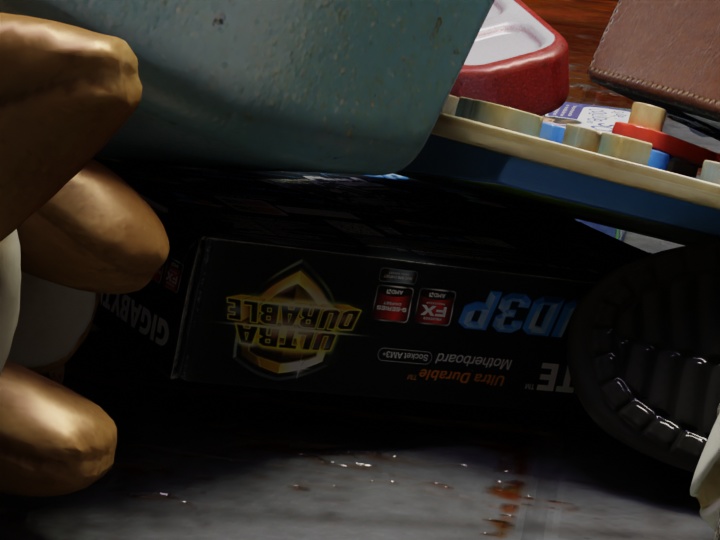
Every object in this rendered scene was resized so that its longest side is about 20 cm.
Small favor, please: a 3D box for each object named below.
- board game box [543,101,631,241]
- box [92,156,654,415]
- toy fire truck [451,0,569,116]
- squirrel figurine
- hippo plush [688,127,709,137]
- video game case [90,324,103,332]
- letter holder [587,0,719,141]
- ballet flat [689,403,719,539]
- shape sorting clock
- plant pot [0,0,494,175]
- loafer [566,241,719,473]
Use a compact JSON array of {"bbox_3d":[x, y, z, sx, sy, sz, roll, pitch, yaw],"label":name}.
[{"bbox_3d":[0.051,-0.043,1.061,0.135,0.035,0.200,8,15,9],"label":"board game box"},{"bbox_3d":[0.000,0.000,0.800,0.199,0.046,0.159,6,12,-30],"label":"box"},{"bbox_3d":[-0.028,-0.091,0.954,0.167,0.113,0.200,-13,29,-15],"label":"toy fire truck"},{"bbox_3d":[-0.149,-0.006,0.631,0.199,0.142,0.187,8,7,-2],"label":"squirrel figurine"},{"bbox_3d":[0.272,-0.075,0.968,0.161,0.159,0.200,-39,-1,-31],"label":"hippo plush"},{"bbox_3d":[-0.191,-0.011,0.865,0.199,0.018,0.143,3,15,-10],"label":"video game case"},{"bbox_3d":[0.180,-0.094,0.769,0.100,0.143,0.200,22,3,-24],"label":"letter holder"},{"bbox_3d":[0.112,0.053,0.621,0.072,0.072,0.200,8,22,7],"label":"ballet flat"},{"bbox_3d":[0.088,-0.034,0.793,0.199,0.039,0.200,13,0,0],"label":"shape sorting clock"},{"bbox_3d":[-0.061,-0.124,0.705,0.200,0.197,0.196,33,-14,-29],"label":"plant pot"},{"bbox_3d":[0.159,0.039,0.739,0.199,0.073,0.071,7,-12,0],"label":"loafer"}]
